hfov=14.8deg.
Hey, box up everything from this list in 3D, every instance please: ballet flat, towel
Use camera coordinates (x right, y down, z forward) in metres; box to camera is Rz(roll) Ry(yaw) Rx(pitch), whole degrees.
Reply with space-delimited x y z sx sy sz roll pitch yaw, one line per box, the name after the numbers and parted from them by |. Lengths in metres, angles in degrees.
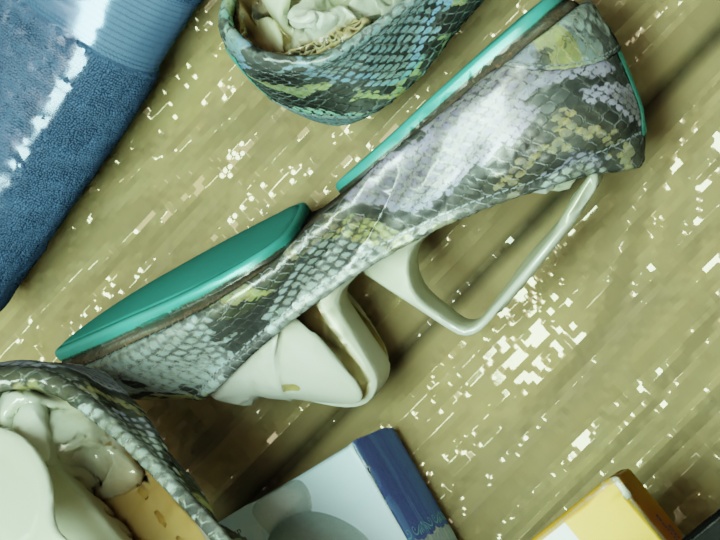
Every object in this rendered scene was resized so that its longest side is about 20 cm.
0.000 0.000 0.804 0.200 0.072 0.072 -34 84 20 | ballet flat
-0.102 -0.092 0.840 0.112 0.049 0.200 37 105 13 | towel
0.032 -0.123 0.774 0.074 0.074 0.200 41 106 11 | ballet flat
-0.055 0.094 0.735 0.200 0.072 0.072 44 109 32 | ballet flat

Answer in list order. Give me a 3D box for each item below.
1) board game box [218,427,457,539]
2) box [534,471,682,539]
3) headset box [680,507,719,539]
-0.025 0.183 0.842 0.200 0.043 0.199 -32 84 19 | board game box
0.033 0.163 0.768 0.200 0.041 0.119 -40 83 11 | box
0.154 0.104 0.705 0.149 0.200 0.077 52 147 8 | headset box
